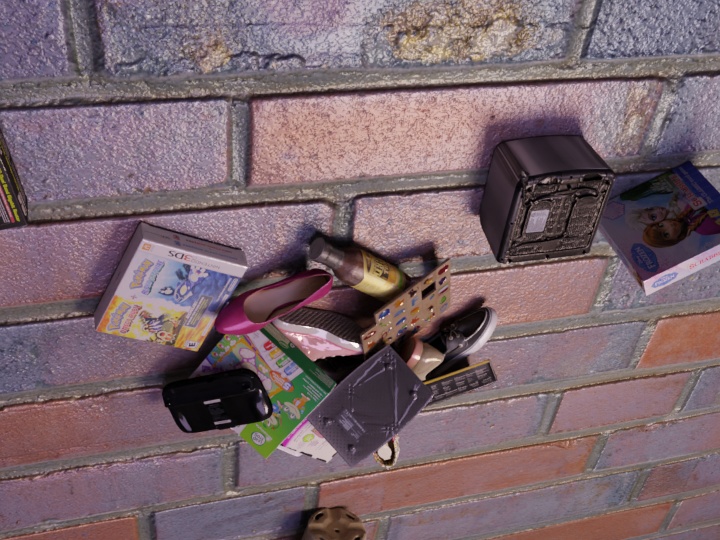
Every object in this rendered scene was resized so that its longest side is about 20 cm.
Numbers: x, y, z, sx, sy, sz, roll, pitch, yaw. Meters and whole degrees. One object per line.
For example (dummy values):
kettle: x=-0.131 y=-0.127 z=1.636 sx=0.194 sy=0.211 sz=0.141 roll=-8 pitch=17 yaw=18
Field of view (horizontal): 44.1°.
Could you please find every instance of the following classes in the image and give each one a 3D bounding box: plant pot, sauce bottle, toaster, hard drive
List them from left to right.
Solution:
plant pot: x=-0.066 y=0.641 z=1.983 sx=0.198 sy=0.201 sz=0.185 roll=1 pitch=119 yaw=-22
sauce bottle: x=0.000 y=0.000 z=1.488 sx=0.199 sy=0.065 sz=0.065 roll=25 pitch=119 yaw=-38
hard drive: x=0.018 y=0.237 z=1.570 sx=0.200 sy=0.042 sz=0.135 roll=-43 pitch=94 yaw=9
toaster: x=0.303 y=-0.120 z=1.457 sx=0.179 sy=0.119 sz=0.201 roll=-7 pitch=134 yaw=-16

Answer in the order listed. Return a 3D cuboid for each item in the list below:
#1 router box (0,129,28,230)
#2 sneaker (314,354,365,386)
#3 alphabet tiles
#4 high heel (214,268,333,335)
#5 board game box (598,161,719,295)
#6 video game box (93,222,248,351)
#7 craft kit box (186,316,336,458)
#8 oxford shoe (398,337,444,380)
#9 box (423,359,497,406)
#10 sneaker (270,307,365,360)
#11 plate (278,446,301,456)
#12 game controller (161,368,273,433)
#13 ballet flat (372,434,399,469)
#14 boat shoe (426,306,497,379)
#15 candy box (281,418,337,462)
router box: x=-0.536 y=-0.135 z=1.156 sx=0.148 sy=0.062 sz=0.201 roll=-12 pitch=134 yaw=-9
sneaker: x=-0.024 y=0.171 z=1.626 sx=0.199 sy=0.066 sz=0.091 roll=9 pitch=119 yaw=-49
alphabet tiles: x=0.082 y=0.079 z=1.561 sx=0.199 sy=0.008 sz=0.168 roll=-35 pitch=152 yaw=-15
high heel: x=-0.138 y=0.050 z=1.432 sx=0.198 sy=0.068 sz=0.096 roll=-16 pitch=173 yaw=-21
board game box: x=0.530 y=-0.077 z=1.530 sx=0.198 sy=0.201 sz=0.041 roll=-27 pitch=134 yaw=3
video game box: x=-0.302 y=0.032 z=1.414 sx=0.181 sy=0.047 sz=0.201 roll=16 pitch=123 yaw=-30
craft kit box: x=-0.175 y=0.194 z=1.527 sx=0.200 sy=0.049 sz=0.198 roll=42 pitch=121 yaw=-1
oxford shoe: x=0.087 y=0.194 z=1.658 sx=0.073 sy=0.071 sz=0.200 roll=21 pitch=149 yaw=-13
box: x=0.148 y=0.231 z=1.708 sx=0.198 sy=0.050 sz=0.160 roll=-18 pitch=169 yaw=-9
sneaker: x=-0.084 y=0.129 z=1.566 sx=0.198 sy=0.076 sz=0.105 roll=15 pitch=120 yaw=-23
plate: x=-0.123 y=0.262 z=1.704 sx=0.199 sy=0.032 sz=0.199 roll=-42 pitch=132 yaw=19
game controller: x=-0.247 y=0.226 z=1.526 sx=0.198 sy=0.042 sz=0.105 roll=-13 pitch=121 yaw=24
ballet flat: x=0.034 y=0.287 z=1.638 sx=0.075 sy=0.064 sz=0.201 roll=-18 pitch=124 yaw=7
boat shoe: x=0.172 y=0.135 z=1.679 sx=0.056 sy=0.069 sz=0.200 roll=29 pitch=118 yaw=-38
candy box: x=-0.095 y=0.271 z=1.657 sx=0.136 sy=0.061 sz=0.199 roll=-44 pitch=131 yaw=17
